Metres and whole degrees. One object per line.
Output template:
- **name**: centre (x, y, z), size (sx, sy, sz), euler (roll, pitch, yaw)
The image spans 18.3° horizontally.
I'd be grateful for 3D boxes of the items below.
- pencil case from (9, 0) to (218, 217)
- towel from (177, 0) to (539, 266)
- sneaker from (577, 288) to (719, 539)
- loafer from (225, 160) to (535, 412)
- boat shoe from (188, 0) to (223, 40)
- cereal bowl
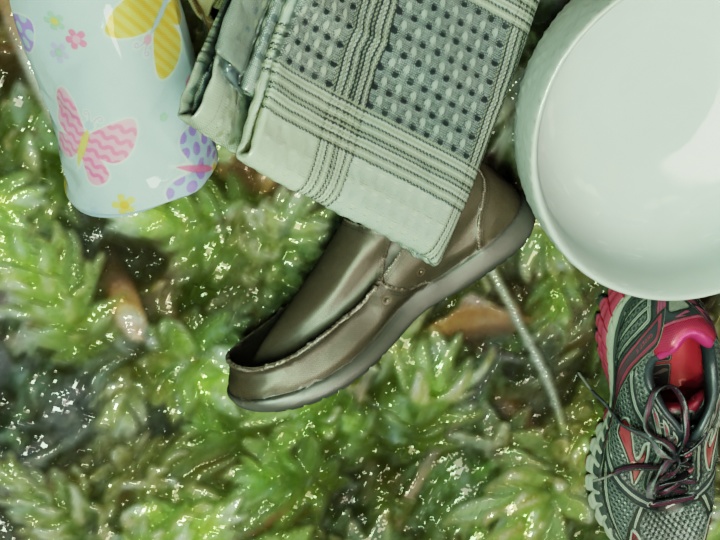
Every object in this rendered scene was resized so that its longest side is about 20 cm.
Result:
- **pencil case**: centre (-0.134, -0.126, 1.115), size (0.083, 0.090, 0.201), euler (-43, 128, -41)
- **towel**: centre (0.012, -0.122, 1.137), size (0.200, 0.034, 0.194), euler (27, 82, -43)
- **sneaker**: centre (0.178, 0.099, 1.331), size (0.080, 0.075, 0.201), euler (-14, 118, -11)
- **loafer**: centre (0.000, 0.000, 1.235), size (0.200, 0.073, 0.071), euler (-38, 115, -9)
- **boat shoe**: centre (-0.061, -0.160, 1.132), size (0.075, 0.074, 0.201), euler (-29, 120, -4)
- **cereal bowl**: centre (0.173, -0.088, 1.237), size (0.199, 0.083, 0.201), euler (-7, 115, -15)
